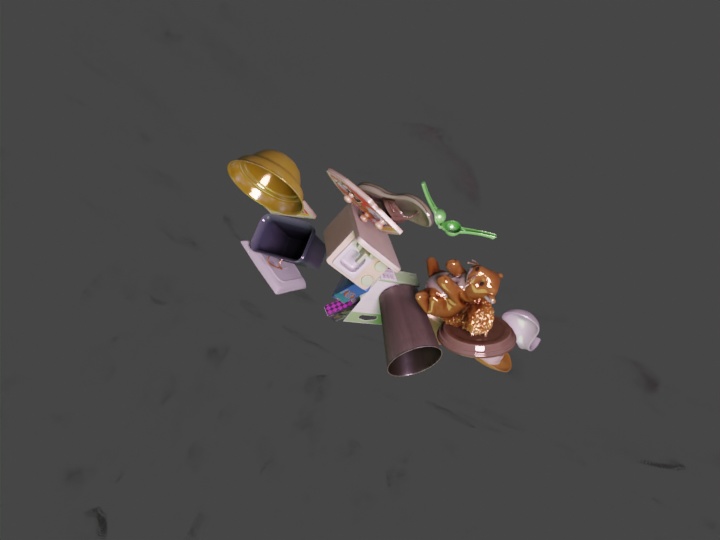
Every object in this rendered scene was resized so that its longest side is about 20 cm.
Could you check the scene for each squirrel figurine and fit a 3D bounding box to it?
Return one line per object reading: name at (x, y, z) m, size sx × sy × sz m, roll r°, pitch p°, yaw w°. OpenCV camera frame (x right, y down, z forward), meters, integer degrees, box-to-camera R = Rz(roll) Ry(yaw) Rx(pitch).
squirrel figurine at (0.260, 0.060, 1.274) m, size 0.186 × 0.142 × 0.200 m, roll -13°, pitch 121°, yaw 36°

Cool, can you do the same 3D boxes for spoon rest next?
spoon rest at (0.439, 0.163, 1.407) m, size 0.099 × 0.061 × 0.200 m, roll 11°, pitch 156°, yaw 36°

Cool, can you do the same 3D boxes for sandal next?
sandal at (0.069, -0.131, 1.138) m, size 0.200 × 0.057 × 0.080 m, roll 22°, pitch 155°, yaw 28°

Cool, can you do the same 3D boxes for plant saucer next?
plant saucer at (0.294, 0.156, 1.334) m, size 0.199 × 0.200 × 0.030 m, roll 13°, pitch 119°, yaw 32°

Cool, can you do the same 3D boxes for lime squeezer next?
lime squeezer at (0.184, -0.107, 1.096) m, size 0.200 × 0.038 × 0.071 m, roll 34°, pitch 159°, yaw -16°

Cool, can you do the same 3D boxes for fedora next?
fedora at (0.352, 0.185, 1.434) m, size 0.200 × 0.082 × 0.201 m, roll 28°, pitch -157°, yaw -13°

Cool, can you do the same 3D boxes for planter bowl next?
planter bowl at (-0.204, -0.222, 1.232) m, size 0.199 × 0.084 × 0.201 m, roll 23°, pitch 159°, yaw 9°

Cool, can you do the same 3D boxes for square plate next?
square plate at (-0.261, -0.022, 1.642) m, size 0.200 × 0.028 × 0.198 m, roll 54°, pitch -161°, yaw 9°

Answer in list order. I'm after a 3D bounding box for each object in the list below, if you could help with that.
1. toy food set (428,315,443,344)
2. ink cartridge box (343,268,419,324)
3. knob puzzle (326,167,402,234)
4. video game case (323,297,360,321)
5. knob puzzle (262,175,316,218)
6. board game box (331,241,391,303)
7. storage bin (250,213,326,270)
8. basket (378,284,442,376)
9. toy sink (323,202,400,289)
toy food set at (0.194, 0.156, 1.542) m, size 0.197 × 0.049 × 0.200 m, roll -5°, pitch 139°, yaw 42°
ink cartridge box at (0.053, 0.076, 1.482) m, size 0.145 × 0.048 × 0.200 m, roll 9°, pitch 139°, yaw -34°
knob puzzle at (-0.005, -0.145, 1.155) m, size 0.220 × 0.030 × 0.220 m, roll 43°, pitch 178°, yaw 2°
video game case at (-0.003, 0.098, 1.604) m, size 0.181 × 0.199 × 0.036 m, roll 71°, pitch 177°, yaw -77°
knob puzzle at (-0.235, -0.199, 1.383) m, size 0.219 × 0.031 × 0.220 m, roll 24°, pitch 160°, yaw 9°
board game box at (0.000, 0.000, 1.422) m, size 0.045 × 0.153 × 0.200 m, roll 30°, pitch 160°, yaw -12°
storage bin at (-0.203, -0.065, 1.559) m, size 0.199 × 0.146 × 0.134 m, roll 14°, pitch 167°, yaw 31°
basket at (0.121, 0.150, 1.390) m, size 0.135 × 0.201 × 0.181 m, roll 3°, pitch 146°, yaw -21°
toy sink at (-0.003, -0.046, 1.227) m, size 0.130 × 0.112 × 0.200 m, roll 36°, pitch -161°, yaw -26°
